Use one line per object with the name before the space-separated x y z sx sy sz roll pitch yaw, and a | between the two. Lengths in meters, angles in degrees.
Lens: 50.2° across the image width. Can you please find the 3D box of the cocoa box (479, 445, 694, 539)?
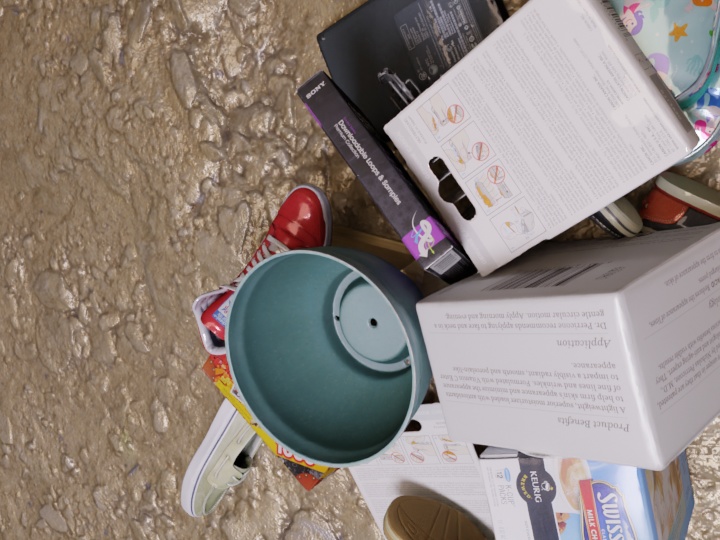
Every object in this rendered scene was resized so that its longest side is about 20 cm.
cocoa box | 0.209 0.187 0.682 0.130 0.200 0.135 -10 95 30

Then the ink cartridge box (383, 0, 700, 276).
ink cartridge box | 0.137 -0.111 0.616 0.200 0.050 0.162 -35 87 39

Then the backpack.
backpack | 0.233 -0.183 0.649 0.176 0.150 0.202 8 106 27

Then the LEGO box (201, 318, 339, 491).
LEGO box | -0.070 0.128 0.905 0.200 0.077 0.149 44 116 17

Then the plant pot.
plant pot | -0.009 0.065 0.735 0.199 0.134 0.202 9 108 28

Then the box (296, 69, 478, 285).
box | 0.029 -0.079 0.705 0.036 0.143 0.201 -38 74 9

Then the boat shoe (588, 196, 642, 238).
boat shoe | 0.175 -0.077 0.712 0.200 0.074 0.063 44 112 41

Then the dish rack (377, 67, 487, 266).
dish rack | 0.073 -0.100 0.730 0.054 0.153 0.200 -38 94 5

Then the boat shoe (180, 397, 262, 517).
boat shoe | -0.171 0.242 0.985 0.062 0.072 0.201 33 109 24

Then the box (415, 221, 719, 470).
box | 0.191 0.054 0.638 0.198 0.199 0.132 -6 102 50

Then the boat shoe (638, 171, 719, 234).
boat shoe | 0.332 -0.014 0.657 0.199 0.071 0.063 33 119 24

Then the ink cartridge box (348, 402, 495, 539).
ink cartridge box | 0.069 0.212 0.816 0.161 0.050 0.201 -10 113 31

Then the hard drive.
hard drive | 0.057 -0.230 0.802 0.199 0.033 0.141 -24 86 30

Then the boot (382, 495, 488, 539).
boot | 0.086 0.325 0.808 0.199 0.073 0.156 29 134 -7

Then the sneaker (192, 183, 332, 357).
sneaker | -0.102 0.006 0.789 0.071 0.112 0.201 35 116 19

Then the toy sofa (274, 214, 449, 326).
toy sofa | 0.000 0.000 0.842 0.199 0.083 0.098 15 110 27
